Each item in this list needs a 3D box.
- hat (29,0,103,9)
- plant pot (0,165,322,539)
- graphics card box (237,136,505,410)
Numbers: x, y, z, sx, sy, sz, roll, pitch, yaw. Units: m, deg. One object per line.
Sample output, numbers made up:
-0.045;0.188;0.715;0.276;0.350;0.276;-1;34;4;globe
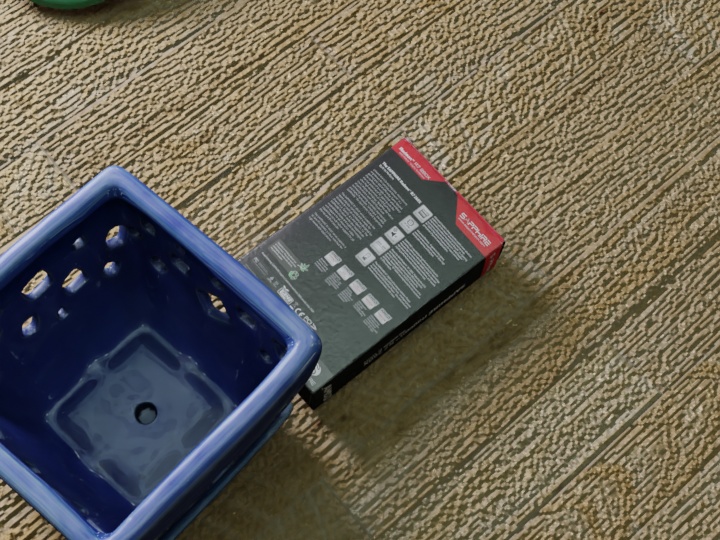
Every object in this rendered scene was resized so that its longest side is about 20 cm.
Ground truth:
-0.252;-0.348;1.044;0.165;0.176;0.201;10;105;-1;hat
-0.161;0.084;0.780;0.200;0.180;0.200;40;70;13;plant pot
0.000;0.000;0.893;0.200;0.051;0.126;-38;74;-18;graphics card box
